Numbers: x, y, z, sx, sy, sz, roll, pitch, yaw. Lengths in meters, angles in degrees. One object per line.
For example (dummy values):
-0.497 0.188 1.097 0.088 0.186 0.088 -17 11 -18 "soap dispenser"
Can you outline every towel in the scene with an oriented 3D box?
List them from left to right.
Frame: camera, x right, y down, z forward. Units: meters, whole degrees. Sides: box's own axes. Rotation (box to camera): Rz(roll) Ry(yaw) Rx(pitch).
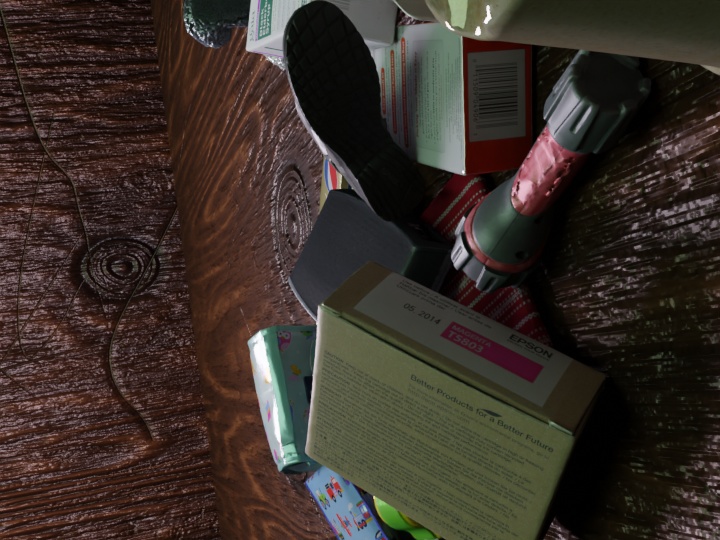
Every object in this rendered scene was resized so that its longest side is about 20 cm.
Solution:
0.088 0.025 0.737 0.145 0.022 0.202 -52 45 44 "towel"

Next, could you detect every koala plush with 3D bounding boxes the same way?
-0.110 -0.344 1.100 0.200 0.181 0.180 61 -151 -82 "koala plush"

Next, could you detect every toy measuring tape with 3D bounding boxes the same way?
0.052 0.266 0.892 0.074 0.073 0.202 137 128 -68 "toy measuring tape"

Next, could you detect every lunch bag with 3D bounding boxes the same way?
-0.069 0.161 1.093 0.200 0.121 0.172 58 -160 -74 "lunch bag"
0.027 0.302 0.995 0.202 0.093 0.151 67 155 17 "lunch bag"

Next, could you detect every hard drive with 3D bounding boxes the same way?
0.000 0.000 0.801 0.136 0.042 0.200 -64 31 7 "hard drive"

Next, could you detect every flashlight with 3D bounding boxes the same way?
0.119 -0.059 0.588 0.200 0.067 0.068 114 146 -59 "flashlight"

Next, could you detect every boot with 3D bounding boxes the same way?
-0.028 -0.137 0.734 0.132 0.069 0.201 47 165 53 "boot"

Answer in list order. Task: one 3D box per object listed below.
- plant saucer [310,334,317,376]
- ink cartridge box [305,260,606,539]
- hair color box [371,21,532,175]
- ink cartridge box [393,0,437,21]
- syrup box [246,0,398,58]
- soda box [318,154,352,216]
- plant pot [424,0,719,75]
0.029 0.134 0.840 0.200 0.036 0.201 49 -163 -21 "plant saucer"
0.061 0.110 0.655 0.199 0.075 0.166 27 131 21 "ink cartridge box"
0.067 -0.147 0.724 0.200 0.063 0.112 -147 51 -66 "hair color box"
0.056 -0.245 0.631 0.201 0.116 0.068 -118 35 -46 "ink cartridge box"
-0.039 -0.239 0.792 0.200 0.081 0.080 -161 77 -66 "syrup box"
-0.004 -0.080 0.956 0.064 0.067 0.202 -119 28 -47 "soda box"
0.121 -0.166 0.359 0.200 0.181 0.203 173 90 -72 "plant pot"
